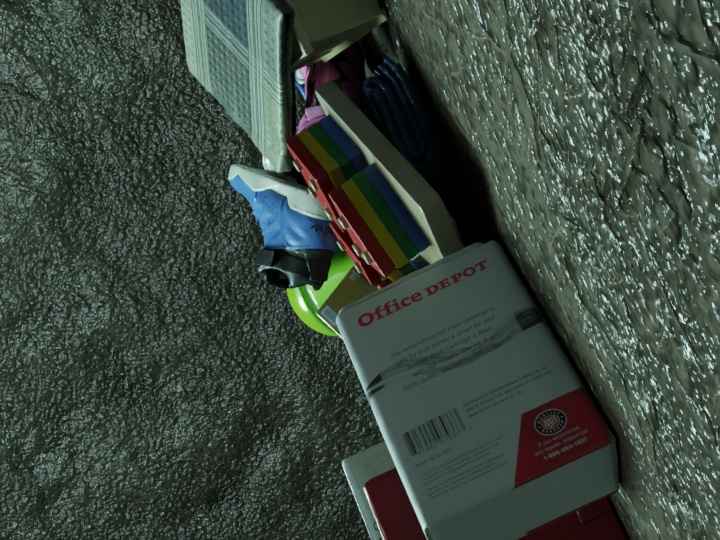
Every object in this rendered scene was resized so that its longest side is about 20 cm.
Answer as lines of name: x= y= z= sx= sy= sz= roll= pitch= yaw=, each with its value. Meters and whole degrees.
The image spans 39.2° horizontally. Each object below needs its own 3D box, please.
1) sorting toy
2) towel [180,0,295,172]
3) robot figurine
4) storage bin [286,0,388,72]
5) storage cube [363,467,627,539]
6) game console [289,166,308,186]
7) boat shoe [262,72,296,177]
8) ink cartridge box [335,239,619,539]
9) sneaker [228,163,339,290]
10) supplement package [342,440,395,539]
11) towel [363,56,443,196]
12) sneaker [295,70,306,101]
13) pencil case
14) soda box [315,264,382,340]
sorting toy: x=0.022 y=-0.033 z=0.894 sx=0.199 sy=0.069 sz=0.201 roll=53 pitch=173 yaw=43
towel: x=-0.113 y=-0.217 z=0.942 sx=0.193 sy=0.034 sz=0.201 roll=49 pitch=153 yaw=28
robot figurine: x=0.000 y=0.000 z=1.117 sx=0.176 sy=0.199 sz=0.116 roll=56 pitch=-147 yaw=-10
storage bin: x=-0.086 y=-0.289 z=0.950 sx=0.202 sy=0.093 sz=0.198 roll=66 pitch=159 yaw=-7
storage cube: x=0.122 y=0.241 z=0.864 sx=0.171 sy=0.178 sz=0.202 roll=72 pitch=175 yaw=-69
game console: x=-0.056 y=-0.159 z=1.323 sx=0.031 sy=0.202 sz=0.177 roll=23 pitch=170 yaw=8
boat shoe: x=-0.104 y=-0.184 z=1.086 sx=0.071 sy=0.068 sz=0.202 roll=89 pitch=178 yaw=-57
ink cartridge box: x=0.083 y=0.095 z=0.761 sx=0.084 sy=0.144 sz=0.201 roll=65 pitch=180 yaw=-50
sneaker: x=-0.090 y=-0.042 z=1.066 sx=0.199 sy=0.076 sz=0.113 roll=25 pitch=102 yaw=48
supplement package: x=0.094 y=0.225 z=1.103 sx=0.117 sy=0.198 sz=0.118 roll=74 pitch=173 yaw=-73
towel: x=0.045 y=-0.109 z=0.946 sx=0.200 sy=0.048 sz=0.113 roll=79 pitch=168 yaw=-76
sneaker: x=-0.071 y=-0.295 z=1.321 sx=0.201 sy=0.073 sz=0.083 roll=60 pitch=-145 yaw=-44
pencil case: x=-0.031 y=-0.188 z=1.092 sx=0.094 sy=0.090 sz=0.201 roll=53 pitch=-160 yaw=-35
soda box: x=0.054 y=0.085 z=0.985 sx=0.200 sy=0.064 sz=0.068 roll=43 pitch=-173 yaw=18
